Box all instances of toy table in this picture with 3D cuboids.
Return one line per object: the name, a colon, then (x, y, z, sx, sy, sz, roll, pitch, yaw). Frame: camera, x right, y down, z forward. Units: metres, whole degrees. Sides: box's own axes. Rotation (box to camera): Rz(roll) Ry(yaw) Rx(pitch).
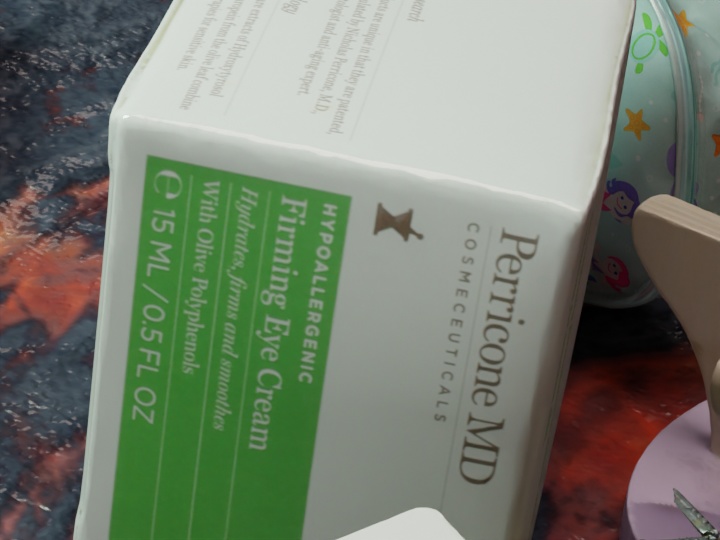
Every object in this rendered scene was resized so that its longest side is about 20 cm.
toy table: (0.184, 0.052, 1.082, 0.184, 0.117, 0.200, 18, 31, 17)

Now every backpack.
backpack: (0.099, -0.072, 1.193, 0.151, 0.178, 0.200, -10, 19, -36)

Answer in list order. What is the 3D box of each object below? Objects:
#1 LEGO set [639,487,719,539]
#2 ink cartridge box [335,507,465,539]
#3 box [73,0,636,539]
LEGO set: (0.119, 0.150, 0.882, 0.154, 0.116, 0.200, -9, 33, -29)
ink cartridge box: (-0.035, 0.159, 0.846, 0.200, 0.068, 0.115, -19, 38, -23)
box: (0.000, 0.000, 1.039, 0.171, 0.199, 0.200, 11, 30, 4)
